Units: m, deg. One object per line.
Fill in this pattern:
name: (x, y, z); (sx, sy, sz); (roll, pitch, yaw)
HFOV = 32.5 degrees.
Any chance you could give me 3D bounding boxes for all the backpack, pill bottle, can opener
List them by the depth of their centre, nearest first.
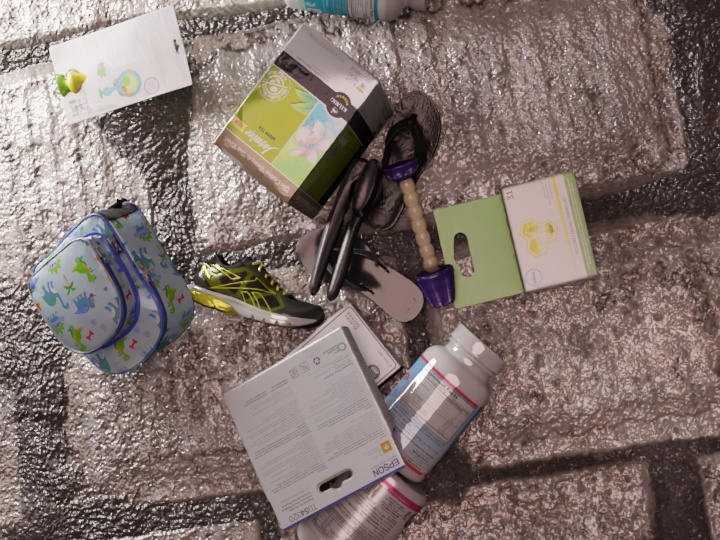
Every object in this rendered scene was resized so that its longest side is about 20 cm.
pill bottle: (-0.013, 0.343, 1.647); (0.113, 0.113, 0.201); (41, 92, 8)
pill bottle: (0.101, 0.174, 1.648); (0.108, 0.109, 0.201); (40, 91, 8)
can opener: (-0.024, -0.059, 1.671); (0.063, 0.079, 0.203); (23, 90, 18)
backpack: (-0.342, 0.036, 1.682); (0.182, 0.147, 0.201); (-35, 92, 30)
pill bottle: (-0.002, -0.406, 1.700); (0.197, 0.111, 0.113); (9, 87, 7)

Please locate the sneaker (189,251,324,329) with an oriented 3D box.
sneaker: (-0.141, 0.027, 1.705); (0.197, 0.074, 0.086); (14, 87, 8)

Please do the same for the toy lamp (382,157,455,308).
toy lamp: (0.083, -0.049, 1.675); (0.057, 0.058, 0.203); (-18, 100, 5)

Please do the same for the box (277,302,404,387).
box: (-0.052, 0.152, 1.692); (0.200, 0.060, 0.117); (-41, 82, 2)

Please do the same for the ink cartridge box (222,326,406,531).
ink cartridge box: (-0.058, 0.207, 1.618); (0.195, 0.043, 0.202); (-29, 79, 14)

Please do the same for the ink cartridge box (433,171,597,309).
ink cartridge box: (0.209, -0.040, 1.681); (0.197, 0.048, 0.148); (-13, 85, 4)

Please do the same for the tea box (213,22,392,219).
tea box: (-0.070, -0.192, 1.648); (0.133, 0.200, 0.198); (37, 90, 8)

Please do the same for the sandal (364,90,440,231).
sandal: (0.058, -0.151, 1.705); (0.074, 0.048, 0.203); (19, 90, 9)

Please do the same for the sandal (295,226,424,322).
sandal: (0.001, 0.000, 1.705); (0.198, 0.043, 0.077); (28, 90, 8)

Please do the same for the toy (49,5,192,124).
toy: (-0.338, -0.291, 1.767); (0.197, 0.047, 0.117); (-15, 87, 9)
